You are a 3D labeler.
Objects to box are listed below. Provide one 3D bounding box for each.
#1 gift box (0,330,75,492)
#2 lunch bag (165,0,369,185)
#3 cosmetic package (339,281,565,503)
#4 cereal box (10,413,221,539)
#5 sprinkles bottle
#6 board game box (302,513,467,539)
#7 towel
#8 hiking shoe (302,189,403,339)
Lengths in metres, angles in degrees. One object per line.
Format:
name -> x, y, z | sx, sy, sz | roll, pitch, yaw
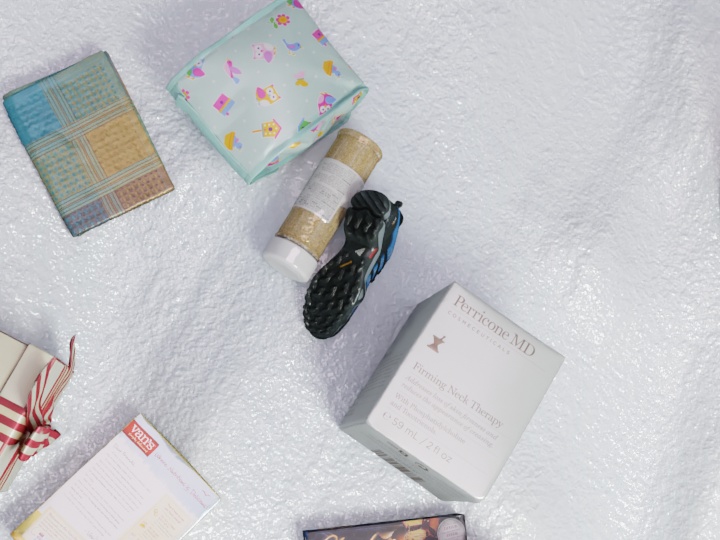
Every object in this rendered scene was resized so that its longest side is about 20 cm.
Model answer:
gift box -> -0.418, 0.131, 1.144 | 0.186, 0.185, 0.200 | 29, 81, -3
lunch bag -> -0.120, -0.220, 1.304 | 0.200, 0.122, 0.170 | -39, 90, -21
cosmetic package -> 0.105, 0.150, 1.254 | 0.167, 0.166, 0.200 | 34, 74, -3
cereal box -> -0.283, 0.287, 1.215 | 0.200, 0.040, 0.144 | -43, 90, -16
sprinkles bottle -> -0.047, -0.084, 1.318 | 0.068, 0.068, 0.200 | 32, 75, -4
board game box -> 0.035, 0.375, 1.265 | 0.199, 0.035, 0.136 | -4, 81, -12
towel -> -0.340, -0.159, 1.300 | 0.146, 0.022, 0.200 | -27, 88, -14
hiking shoe -> 0.000, 0.000, 1.309 | 0.074, 0.087, 0.200 | 31, 96, 31
